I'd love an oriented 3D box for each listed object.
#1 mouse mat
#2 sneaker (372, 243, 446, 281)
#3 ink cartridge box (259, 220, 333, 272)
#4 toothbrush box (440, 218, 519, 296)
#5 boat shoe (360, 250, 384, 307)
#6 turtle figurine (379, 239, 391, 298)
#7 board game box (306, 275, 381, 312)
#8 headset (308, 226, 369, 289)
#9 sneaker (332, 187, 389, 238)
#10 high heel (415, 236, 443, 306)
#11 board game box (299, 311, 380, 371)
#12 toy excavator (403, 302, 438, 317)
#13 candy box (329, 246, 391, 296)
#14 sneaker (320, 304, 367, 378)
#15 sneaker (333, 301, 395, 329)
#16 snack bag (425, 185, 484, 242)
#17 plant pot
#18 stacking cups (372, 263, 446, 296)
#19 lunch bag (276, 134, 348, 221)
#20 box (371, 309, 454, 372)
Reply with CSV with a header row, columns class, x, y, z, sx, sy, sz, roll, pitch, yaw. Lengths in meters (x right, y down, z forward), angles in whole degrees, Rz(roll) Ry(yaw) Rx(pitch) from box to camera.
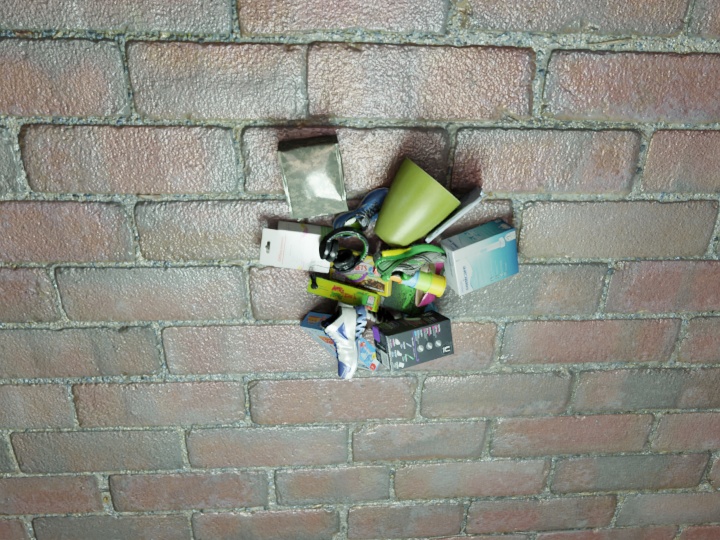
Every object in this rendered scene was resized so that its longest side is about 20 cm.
class,x,y,z,sx,sy,sz,roll,pitch,yaw
mouse mat,0.159,0.031,1.708,0.160,0.008,0.202,21,98,-36
sneaker,0.132,-0.015,1.560,0.197,0.086,0.078,-11,165,-13
ink cartridge box,-0.178,-0.069,1.685,0.197,0.068,0.119,7,118,-10
toothbrush box,0.340,-0.038,1.713,0.197,0.085,0.148,-22,120,-11
boat shoe,0.040,0.039,1.764,0.073,0.066,0.201,-28,117,10
turtle figurine,0.111,-0.023,1.720,0.148,0.100,0.203,-1,109,-39
board game box,-0.044,0.067,1.713,0.197,0.102,0.048,15,86,9
headset,-0.065,-0.031,1.627,0.199,0.095,0.123,-37,124,23
sneaker,0.017,-0.148,1.645,0.199,0.089,0.079,-36,116,8
high heel,0.178,0.006,1.665,0.095,0.067,0.202,-35,138,-26
board game box,-0.058,0.208,1.778,0.196,0.199,0.056,44,70,-24
toy excavator,0.181,0.102,1.802,0.193,0.100,0.201,-32,108,11
candy box,0.000,0.000,1.688,0.198,0.026,0.104,14,106,31
sneaker,-0.057,0.181,1.627,0.113,0.081,0.203,10,97,-14
sneaker,0.007,0.157,1.830,0.198,0.076,0.116,27,119,-6
snack bag,0.254,-0.152,1.609,0.188,0.200,0.021,-38,97,15
plant pot,0.129,-0.156,1.577,0.186,0.187,0.201,35,100,-21
stacking cups,0.130,0.012,1.611,0.197,0.061,0.061,19,116,-13
lunch bag,-0.122,-0.237,1.571,0.161,0.118,0.203,-8,114,-1
box,0.146,0.194,1.690,0.197,0.122,0.108,-13,104,-17
